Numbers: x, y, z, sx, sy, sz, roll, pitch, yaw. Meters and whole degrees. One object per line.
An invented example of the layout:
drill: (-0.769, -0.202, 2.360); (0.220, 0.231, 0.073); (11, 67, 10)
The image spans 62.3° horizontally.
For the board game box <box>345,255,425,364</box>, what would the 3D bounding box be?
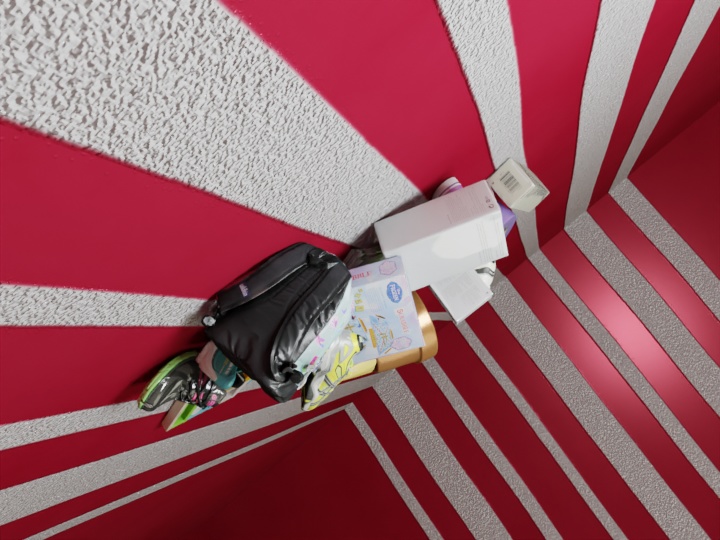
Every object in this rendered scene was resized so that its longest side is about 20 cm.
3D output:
board game box: (-0.004, 0.080, 0.990); (0.195, 0.042, 0.202); (-15, 137, 5)

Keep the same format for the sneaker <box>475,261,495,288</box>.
sneaker: (0.175, -0.026, 1.154); (0.075, 0.198, 0.089); (-1, 118, -57)

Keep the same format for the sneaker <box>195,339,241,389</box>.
sneaker: (-0.179, 0.127, 0.944); (0.077, 0.080, 0.199); (-43, 174, 30)

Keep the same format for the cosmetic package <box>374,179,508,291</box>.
cosmetic package: (0.132, -0.051, 0.973); (0.196, 0.082, 0.114); (-18, 136, 6)

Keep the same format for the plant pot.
plant pot: (0.061, 0.134, 1.328); (0.138, 0.202, 0.201); (-26, 163, -16)

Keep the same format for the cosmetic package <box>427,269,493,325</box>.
cosmetic package: (0.144, -0.010, 1.067); (0.082, 0.202, 0.051); (-36, 165, 1)

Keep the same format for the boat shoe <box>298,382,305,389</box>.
boat shoe: (-0.116, 0.164, 0.956); (0.074, 0.065, 0.200); (-57, 175, 2)

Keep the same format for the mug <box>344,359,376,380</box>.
mug: (-0.063, 0.165, 1.238); (0.151, 0.152, 0.187); (-19, 166, -26)

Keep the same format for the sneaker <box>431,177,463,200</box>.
sneaker: (0.181, -0.083, 1.112); (0.072, 0.115, 0.201); (-37, 167, -1)

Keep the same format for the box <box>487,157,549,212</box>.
box: (0.338, -0.178, 1.265); (0.068, 0.083, 0.199); (-44, 166, 22)

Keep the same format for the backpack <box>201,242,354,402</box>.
backpack: (-0.097, 0.062, 0.831); (0.201, 0.166, 0.127); (-48, 165, -20)

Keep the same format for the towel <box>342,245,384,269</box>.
towel: (0.000, 0.000, 1.115); (0.149, 0.031, 0.199); (-43, 167, 28)

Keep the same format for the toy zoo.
toy zoo: (-0.279, 0.234, 1.156); (0.198, 0.021, 0.132); (-22, 158, -48)

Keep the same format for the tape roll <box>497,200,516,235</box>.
tape roll: (0.247, -0.064, 1.301); (0.200, 0.085, 0.201); (-45, 162, -18)

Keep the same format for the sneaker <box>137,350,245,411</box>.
sneaker: (-0.250, 0.173, 0.916); (0.077, 0.084, 0.198); (-47, 163, 32)

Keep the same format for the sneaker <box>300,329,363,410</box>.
sneaker: (-0.053, 0.174, 0.995); (0.075, 0.077, 0.202); (8, 136, -19)
